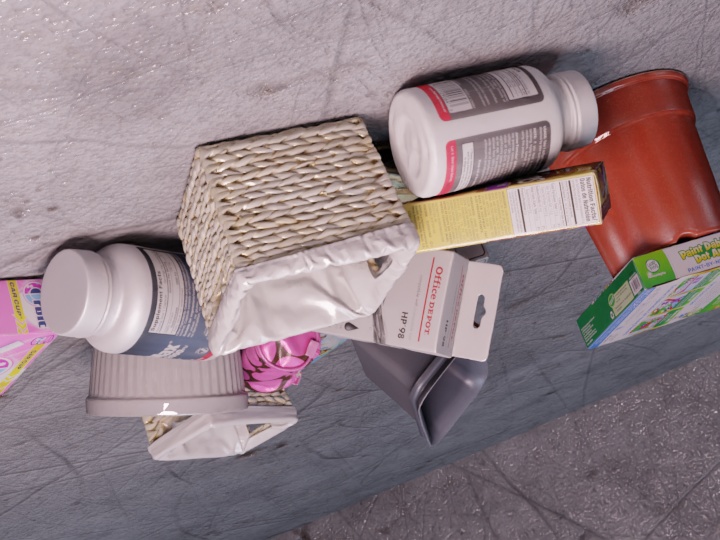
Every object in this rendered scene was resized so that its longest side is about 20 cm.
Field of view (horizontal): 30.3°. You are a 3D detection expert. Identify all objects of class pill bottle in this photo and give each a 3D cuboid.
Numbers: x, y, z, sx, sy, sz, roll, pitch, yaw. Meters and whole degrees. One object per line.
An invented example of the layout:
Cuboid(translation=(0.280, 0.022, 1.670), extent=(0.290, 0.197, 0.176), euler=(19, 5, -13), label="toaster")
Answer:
Cuboid(translation=(-0.239, 0.033, 1.440), extent=(0.199, 0.120, 0.119), euler=(9, 146, -45), label="pill bottle")
Cuboid(translation=(0.138, -0.147, 1.355), extent=(0.198, 0.111, 0.111), euler=(-14, 161, -19), label="pill bottle")

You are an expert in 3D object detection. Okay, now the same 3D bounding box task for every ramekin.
Cuboid(translation=(-0.239, 0.121, 1.634), extent=(0.198, 0.106, 0.200), euler=(-2, 177, 0), label="ramekin")

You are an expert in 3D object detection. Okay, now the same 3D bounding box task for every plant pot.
Cuboid(translation=(0.333, -0.099, 1.566), extent=(0.199, 0.197, 0.201), euler=(-19, 161, -7), label="plant pot")

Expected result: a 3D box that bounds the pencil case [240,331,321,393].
Cuboid(translation=(-0.103, 0.103, 1.674), extent=(0.091, 0.093, 0.200), euler=(-59, -177, -16), label="pencil case")

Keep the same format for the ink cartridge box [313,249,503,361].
Cuboid(translation=(0.050, 0.029, 1.490), extent=(0.198, 0.117, 0.067), euler=(9, 175, 22), label="ink cartridge box")

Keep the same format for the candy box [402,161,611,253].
Cuboid(translation=(0.153, -0.066, 1.369), extent=(0.198, 0.057, 0.117), euler=(-8, -172, 16), label="candy box")

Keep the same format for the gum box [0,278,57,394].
Cuboid(translation=(-0.427, 0.083, 1.470), extent=(0.113, 0.067, 0.200), euler=(-3, 155, -39), label="gum box")

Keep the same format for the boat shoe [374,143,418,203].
Cuboid(translation=(0.083, -0.117, 1.460), extent=(0.198, 0.072, 0.076), euler=(-13, 148, -23), label="boat shoe")

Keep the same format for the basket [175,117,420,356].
Cuboid(translation=(-0.071, -0.036, 1.368), extent=(0.198, 0.162, 0.198), euler=(-13, 160, -20), label="basket")

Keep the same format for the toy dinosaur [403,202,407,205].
Cuboid(translation=(0.085, -0.069, 1.533), extent=(0.199, 0.102, 0.058), euler=(-5, 157, -38), label="toy dinosaur")

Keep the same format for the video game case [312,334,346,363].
Cuboid(translation=(-0.086, 0.080, 1.865), extent=(0.199, 0.046, 0.181), euler=(0, 153, -47), label="video game case")

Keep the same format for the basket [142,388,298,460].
Cuboid(translation=(-0.210, 0.191, 1.919), extent=(0.135, 0.124, 0.199), euler=(-32, 160, 30), label="basket")

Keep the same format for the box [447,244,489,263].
Cuboid(translation=(0.100, -0.023, 1.660), extent=(0.060, 0.117, 0.200), euler=(-17, 161, -9), label="box")

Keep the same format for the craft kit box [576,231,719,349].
Cuboid(translation=(0.375, 0.016, 1.559), extent=(0.196, 0.049, 0.200), euler=(-13, 160, -16), label="craft kit box")

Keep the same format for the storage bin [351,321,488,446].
Cuboid(translation=(0.075, 0.106, 1.668), extent=(0.146, 0.134, 0.200), euler=(-49, 160, -13), label="storage bin")
